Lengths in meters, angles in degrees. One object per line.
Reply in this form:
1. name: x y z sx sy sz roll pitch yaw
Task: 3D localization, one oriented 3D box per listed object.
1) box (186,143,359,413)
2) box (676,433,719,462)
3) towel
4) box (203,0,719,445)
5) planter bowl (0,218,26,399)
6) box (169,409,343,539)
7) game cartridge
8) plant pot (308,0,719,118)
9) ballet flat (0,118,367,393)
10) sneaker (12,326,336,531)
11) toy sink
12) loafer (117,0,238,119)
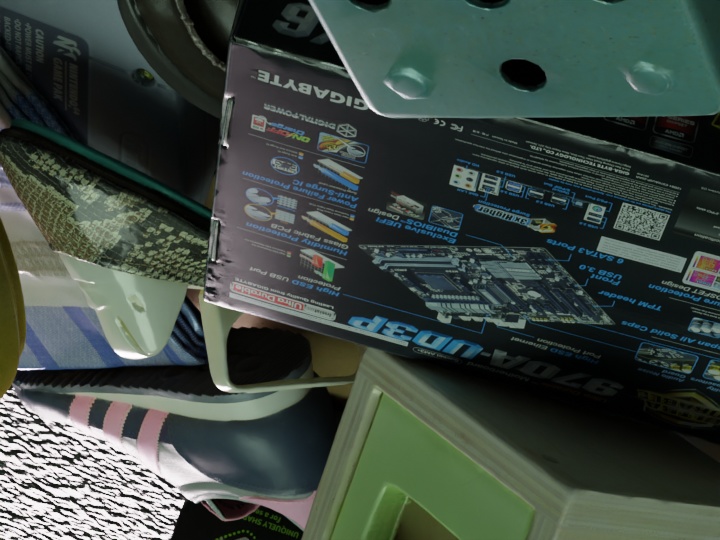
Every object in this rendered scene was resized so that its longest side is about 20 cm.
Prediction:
1. box: 0.000 0.000 0.974 0.163 0.021 0.200 34 146 -21
2. box: 0.226 0.132 0.886 0.200 0.199 0.171 31 147 -15
3. towel: -0.157 -0.028 0.930 0.147 0.024 0.200 -3 136 38
4. box: 0.053 -0.019 0.752 0.200 0.046 0.159 15 150 2
5. planter bowl: -0.176 0.004 0.856 0.200 0.083 0.201 44 145 43
6. box: -0.036 0.176 1.073 0.124 0.200 0.149 20 159 5
7. game cartridge: -0.120 -0.064 0.907 0.133 0.041 0.200 25 146 10
8. plant pot: 0.053 -0.140 0.557 0.141 0.200 0.141 2 145 27
9. ballet flat: -0.047 0.006 0.868 0.200 0.075 0.068 16 180 -28
10. sneaker: -0.081 0.068 1.005 0.200 0.070 0.082 7 124 54
11. toy sink: 0.041 0.143 0.822 0.112 0.200 0.130 10 -164 -34
12. loafer: 0.007 -0.072 0.809 0.200 0.073 0.071 29 161 -33
